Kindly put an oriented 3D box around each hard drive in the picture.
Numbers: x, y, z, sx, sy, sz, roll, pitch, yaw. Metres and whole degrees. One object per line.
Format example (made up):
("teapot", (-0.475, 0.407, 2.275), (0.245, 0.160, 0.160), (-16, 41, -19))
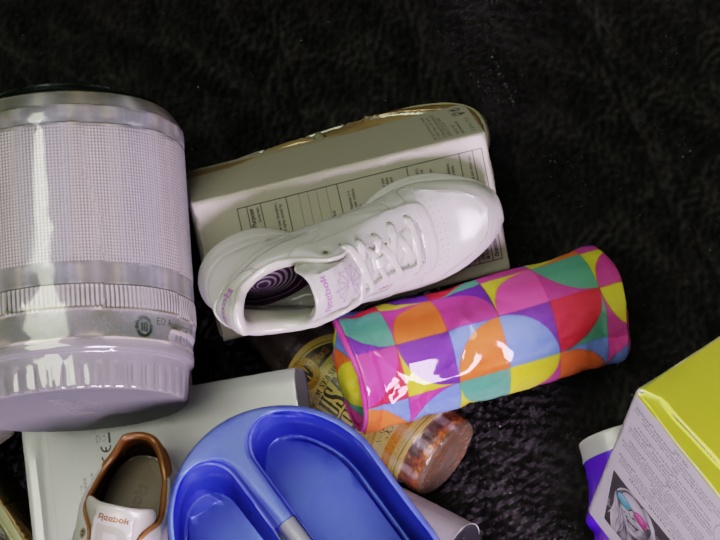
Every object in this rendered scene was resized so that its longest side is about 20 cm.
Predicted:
("hard drive", (-0.124, 0.145, 1.622), (0.200, 0.027, 0.132), (-11, 79, 19))

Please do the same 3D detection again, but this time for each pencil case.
("pencil case", (0.079, 0.044, 1.598), (0.200, 0.088, 0.089), (-14, 73, -12))

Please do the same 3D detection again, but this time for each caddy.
("caddy", (-0.030, 0.179, 1.514), (0.141, 0.105, 0.200), (-37, 83, -8))

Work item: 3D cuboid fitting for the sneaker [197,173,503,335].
("sneaker", (0.000, 0.000, 1.552), (0.200, 0.100, 0.075), (-19, 110, -4))

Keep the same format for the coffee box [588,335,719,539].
("coffee box", (0.284, 0.134, 1.455), (0.199, 0.198, 0.200), (-31, 69, -17))

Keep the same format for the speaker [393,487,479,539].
("speaker", (-0.022, 0.162, 1.640), (0.200, 0.081, 0.081), (25, 87, 20))

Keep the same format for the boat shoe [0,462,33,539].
("boat shoe", (-0.247, 0.198, 1.705), (0.065, 0.073, 0.200), (-38, 68, 3))

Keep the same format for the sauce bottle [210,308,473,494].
("sauce bottle", (-0.017, 0.072, 1.666), (0.200, 0.066, 0.066), (34, 90, 22))

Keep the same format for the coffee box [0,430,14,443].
("coffee box", (-0.304, 0.039, 1.707), (0.113, 0.080, 0.200), (-34, 49, 37))

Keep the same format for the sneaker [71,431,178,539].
("sneaker", (-0.163, 0.191, 1.531), (0.073, 0.085, 0.200), (8, 61, 7))

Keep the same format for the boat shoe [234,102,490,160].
("boat shoe", (-0.010, -0.070, 1.687), (0.200, 0.076, 0.072), (-19, 71, 12))

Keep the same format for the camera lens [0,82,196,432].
("camera lens", (-0.186, -0.009, 1.562), (0.160, 0.160, 0.200), (-9, 76, 15))

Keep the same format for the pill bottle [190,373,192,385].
("pill bottle", (-0.183, -0.001, 1.704), (0.119, 0.120, 0.200), (-9, 76, 15))

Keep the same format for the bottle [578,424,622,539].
("bottle", (0.191, 0.198, 1.572), (0.083, 0.065, 0.200), (-20, 73, 14))

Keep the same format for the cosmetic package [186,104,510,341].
("cosmetic package", (-0.010, -0.033, 1.631), (0.200, 0.071, 0.105), (-12, 111, -5))
